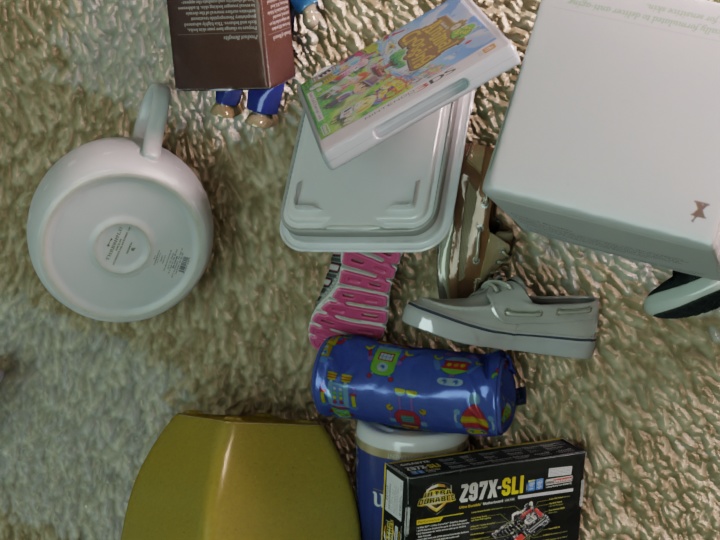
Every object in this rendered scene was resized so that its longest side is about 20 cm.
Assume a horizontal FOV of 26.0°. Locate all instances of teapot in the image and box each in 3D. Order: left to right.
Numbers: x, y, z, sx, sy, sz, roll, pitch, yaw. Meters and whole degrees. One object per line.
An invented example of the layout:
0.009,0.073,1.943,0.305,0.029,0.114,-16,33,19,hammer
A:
-0.240,-0.059,1.562,0.199,0.146,0.198,-24,120,3,teapot

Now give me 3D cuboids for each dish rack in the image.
0.010,-0.114,1.439,0.170,0.044,0.201,1,64,20,dish rack

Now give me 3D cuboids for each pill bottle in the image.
0.050,0.242,1.535,0.110,0.111,0.202,5,104,19,pill bottle

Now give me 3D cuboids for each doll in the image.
-0.104,-0.246,1.511,0.136,0.048,0.201,17,108,15,doll

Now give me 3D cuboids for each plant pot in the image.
-0.115,0.242,1.533,0.194,0.194,0.202,0,84,57,plant pot

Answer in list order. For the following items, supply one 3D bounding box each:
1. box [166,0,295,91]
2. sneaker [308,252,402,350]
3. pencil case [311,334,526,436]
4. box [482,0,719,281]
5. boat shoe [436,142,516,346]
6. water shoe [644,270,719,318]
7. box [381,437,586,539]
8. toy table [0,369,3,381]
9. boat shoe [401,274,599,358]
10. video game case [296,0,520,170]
-0.124,-0.271,1.444,0.099,0.075,0.202,2,105,20,box
0.000,0.000,1.522,0.073,0.088,0.201,13,132,-6,sneaker
0.054,0.106,1.480,0.198,0.087,0.078,5,149,20,pencil case
0.235,-0.118,1.316,0.198,0.171,0.201,16,87,19,box
0.110,-0.023,1.471,0.071,0.076,0.202,-1,109,11,boat shoe
0.338,-0.025,1.398,0.199,0.071,0.079,-29,69,21,water shoe
0.116,0.251,1.479,0.049,0.199,0.161,25,117,60,box
-0.495,0.125,1.692,0.200,0.184,0.117,-36,106,16,toy table
0.134,0.037,1.437,0.199,0.072,0.066,9,96,-19,boat shoe
0.035,-0.170,1.361,0.181,0.200,0.022,-29,113,4,video game case
